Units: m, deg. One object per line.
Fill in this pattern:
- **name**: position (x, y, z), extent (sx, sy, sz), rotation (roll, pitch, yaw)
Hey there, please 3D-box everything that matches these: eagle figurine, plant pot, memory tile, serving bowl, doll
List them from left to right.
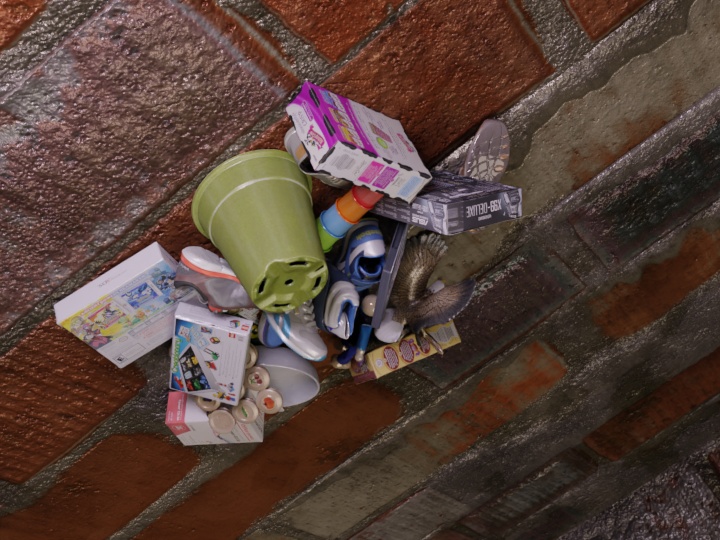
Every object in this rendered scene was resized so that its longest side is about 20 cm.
- **memory tile**: position (-0.238, 0.188, 1.711), extent (0.152, 0.017, 0.201), rotation (-22, 108, 15)
- **serving bowl**: position (-0.174, 0.189, 1.806), extent (0.198, 0.066, 0.201), rotation (0, 151, 0)
- **plant pot**: position (-0.134, -0.046, 1.465), extent (0.198, 0.191, 0.201), rotation (-18, 143, -14)
- **doll**: position (-0.002, 0.111, 1.803), extent (0.048, 0.137, 0.200), rotation (17, 140, -12)
- **eagle figurine**: position (0.117, 0.047, 1.782), extent (0.150, 0.152, 0.201), rotation (16, 145, -3)

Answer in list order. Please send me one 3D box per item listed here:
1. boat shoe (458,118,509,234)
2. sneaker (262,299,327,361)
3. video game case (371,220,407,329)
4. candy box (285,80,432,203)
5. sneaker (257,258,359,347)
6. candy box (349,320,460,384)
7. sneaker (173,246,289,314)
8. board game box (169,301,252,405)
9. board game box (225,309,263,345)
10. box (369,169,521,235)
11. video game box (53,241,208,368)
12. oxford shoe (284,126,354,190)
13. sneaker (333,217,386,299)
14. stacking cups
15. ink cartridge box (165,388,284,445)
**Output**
- **boat shoe**: position (0.197, -0.164, 1.635), extent (0.075, 0.072, 0.202), rotation (7, 115, -17)
- **sneaker**: position (-0.112, 0.061, 1.608), extent (0.081, 0.201, 0.076), rotation (-37, 171, 13)
- **video game case**: position (0.057, -0.021, 1.632), extent (0.019, 0.201, 0.144), rotation (14, 138, 4)
- **candy box**: position (-0.002, -0.186, 1.423), extent (0.199, 0.137, 0.061), rotation (15, 128, -42)
- **sneaker**: position (-0.084, 0.088, 1.669), extent (0.201, 0.147, 0.080), rotation (-52, 141, 12)
- **candy box**: position (0.084, 0.158, 1.900), extent (0.199, 0.057, 0.117), rotation (-22, 177, -25)
- **sneaker**: position (-0.206, 0.034, 1.541), extent (0.199, 0.077, 0.082), rotation (26, 104, -17)
- **board game box**: position (-0.254, 0.144, 1.628), extent (0.125, 0.035, 0.201), rotation (15, 135, -1)
- **board game box**: position (-0.183, 0.077, 1.728), extent (0.104, 0.024, 0.200), rotation (-36, 143, 15)
- **box**: position (0.132, -0.111, 1.531), extent (0.157, 0.199, 0.050), rotation (-15, 112, -34)
- **video game box**: position (-0.363, 0.061, 1.572), extent (0.199, 0.047, 0.182), rotation (-31, 146, 4)
- **oxford shoe**: position (-0.042, -0.161, 1.496), extent (0.075, 0.058, 0.199), rotation (-44, 143, 16)
- **sneaker**: position (0.000, 0.000, 1.698), extent (0.073, 0.083, 0.201), rotation (-14, 144, -20)
- **stacking cups**: position (-0.036, -0.089, 1.561), extent (0.060, 0.061, 0.200), rotation (11, 138, -41)
- **ink cartridge box**: position (-0.252, 0.275, 1.820), extent (0.198, 0.068, 0.117), rotation (-5, 149, 9)
